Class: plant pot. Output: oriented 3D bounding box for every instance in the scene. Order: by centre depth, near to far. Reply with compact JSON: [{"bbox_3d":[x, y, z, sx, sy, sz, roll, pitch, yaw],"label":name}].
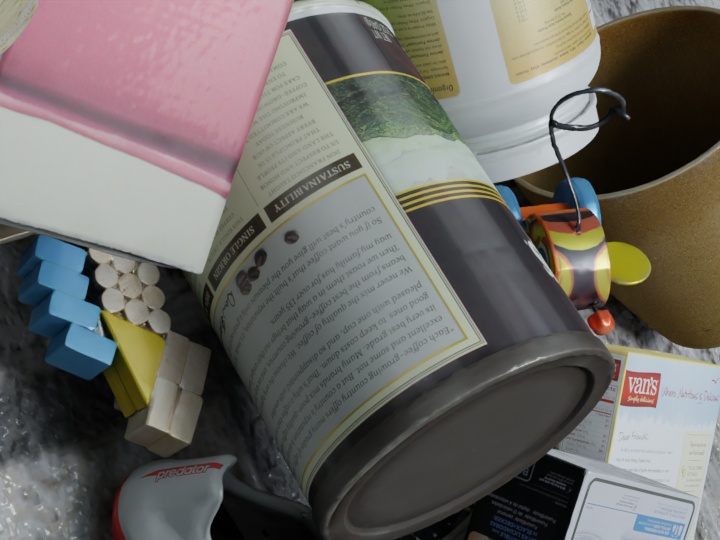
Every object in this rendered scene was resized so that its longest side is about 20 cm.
[{"bbox_3d":[0.216,-0.046,1.111,0.200,0.185,0.187,59,34,-37],"label":"plant pot"}]

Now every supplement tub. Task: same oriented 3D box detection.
[{"bbox_3d":[0.061,-0.164,0.952,0.144,0.143,0.201,-47,127,-52],"label":"supplement tub"}]

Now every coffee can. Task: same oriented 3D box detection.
[{"bbox_3d":[0.000,0.000,0.723,0.146,0.146,0.201,2,50,-52],"label":"coffee can"}]

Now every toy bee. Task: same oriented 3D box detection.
[{"bbox_3d":[0.102,-0.003,0.918,0.200,0.130,0.109,65,12,-68],"label":"toy bee"}]

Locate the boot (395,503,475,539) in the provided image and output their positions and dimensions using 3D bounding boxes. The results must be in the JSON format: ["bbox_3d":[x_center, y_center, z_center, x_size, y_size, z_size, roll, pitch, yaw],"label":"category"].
[{"bbox_3d":[0.037,0.055,0.891,0.154,0.073,0.204,55,36,-12],"label":"boot"}]

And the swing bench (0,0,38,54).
[{"bbox_3d":[-0.213,-0.100,0.537,0.129,0.198,0.201,19,57,-45],"label":"swing bench"}]

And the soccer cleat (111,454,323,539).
[{"bbox_3d":[-0.030,0.150,0.738,0.200,0.085,0.069,45,41,-28],"label":"soccer cleat"}]

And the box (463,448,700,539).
[{"bbox_3d":[0.092,0.194,0.812,0.116,0.060,0.201,21,88,-48],"label":"box"}]

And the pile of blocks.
[{"bbox_3d":[-0.135,-0.005,0.714,0.082,0.062,0.201,-16,78,-38],"label":"pile of blocks"}]

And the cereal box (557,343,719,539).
[{"bbox_3d":[0.154,0.146,0.941,0.144,0.039,0.202,12,88,-55],"label":"cereal box"}]

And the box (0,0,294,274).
[{"bbox_3d":[-0.099,-0.117,0.608,0.108,0.128,0.201,16,95,-36],"label":"box"}]
